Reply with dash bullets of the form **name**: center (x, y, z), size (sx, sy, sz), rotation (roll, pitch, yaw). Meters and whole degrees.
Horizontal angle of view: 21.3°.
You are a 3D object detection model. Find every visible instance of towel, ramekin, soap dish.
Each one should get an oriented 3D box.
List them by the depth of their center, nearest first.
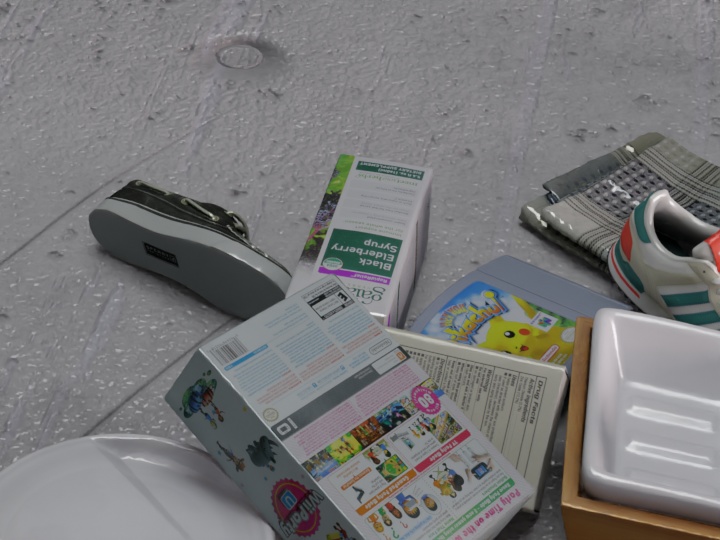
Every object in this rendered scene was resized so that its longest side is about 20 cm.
- **ramekin**: center (-0.153, 0.203, 1.203), size (0.201, 0.095, 0.203), rotation (2, 38, -1)
- **soap dish**: center (0.218, 0.123, 1.337), size (0.156, 0.082, 0.201), rotation (12, 39, 1)
- **towel**: center (0.260, -0.045, 1.604), size (0.192, 0.035, 0.200), rotation (-29, 48, -35)

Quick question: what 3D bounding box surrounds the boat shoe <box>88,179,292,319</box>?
- **boat shoe**: center (-0.122, -0.024, 1.510), size (0.199, 0.071, 0.064), rotation (24, 52, 27)

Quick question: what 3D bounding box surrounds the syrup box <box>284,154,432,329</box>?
- **syrup box**: center (0.000, 0.000, 1.487), size (0.078, 0.082, 0.200), rotation (9, 37, 8)

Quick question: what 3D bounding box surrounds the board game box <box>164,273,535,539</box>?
- **board game box**: center (-0.006, 0.113, 1.227), size (0.200, 0.064, 0.147), rotation (47, 41, 13)

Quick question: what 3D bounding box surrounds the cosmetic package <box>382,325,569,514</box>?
- **cosmetic package**: center (0.038, 0.097, 1.335), size (0.199, 0.073, 0.104), rotation (13, 82, 10)

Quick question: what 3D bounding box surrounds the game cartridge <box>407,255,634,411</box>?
- **game cartridge**: center (0.107, 0.061, 1.455), size (0.133, 0.041, 0.200), rotation (20, 40, 26)

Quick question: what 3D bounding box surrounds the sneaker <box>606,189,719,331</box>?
- **sneaker**: center (0.272, 0.020, 1.448), size (0.070, 0.094, 0.200), rotation (-31, 64, -29)
